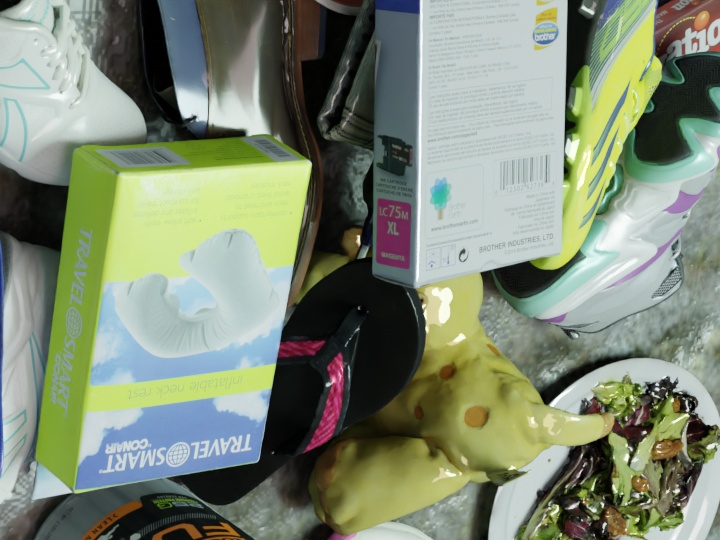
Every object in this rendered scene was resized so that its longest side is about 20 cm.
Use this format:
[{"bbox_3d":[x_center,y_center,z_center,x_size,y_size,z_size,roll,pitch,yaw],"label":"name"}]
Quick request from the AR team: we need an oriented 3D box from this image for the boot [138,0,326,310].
[{"bbox_3d":[-0.075,-0.075,1.329,0.097,0.075,0.200,-2,100,-24],"label":"boot"}]

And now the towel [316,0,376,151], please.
[{"bbox_3d":[0.063,-0.154,1.369,0.192,0.035,0.200,10,101,-61],"label":"towel"}]

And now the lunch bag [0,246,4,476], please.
[{"bbox_3d":[-0.233,0.033,1.165,0.124,0.170,0.200,-12,138,2],"label":"lunch bag"}]

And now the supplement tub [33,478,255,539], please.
[{"bbox_3d":[-0.090,0.198,1.331,0.122,0.200,0.123,-14,115,-32],"label":"supplement tub"}]

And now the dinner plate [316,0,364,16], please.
[{"bbox_3d":[-0.006,-0.237,1.308,0.200,0.024,0.201,-11,104,-54],"label":"dinner plate"}]

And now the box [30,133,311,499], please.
[{"bbox_3d":[-0.101,0.032,1.280,0.122,0.048,0.200,-6,116,-37],"label":"box"}]

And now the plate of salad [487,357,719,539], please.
[{"bbox_3d":[0.169,0.155,1.598,0.200,0.048,0.200,-13,114,-31],"label":"plate of salad"}]

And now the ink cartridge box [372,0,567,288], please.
[{"bbox_3d":[0.059,-0.099,1.297,0.119,0.042,0.200,-12,109,-44],"label":"ink cartridge box"}]

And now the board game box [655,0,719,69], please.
[{"bbox_3d":[0.173,-0.109,1.502,0.200,0.019,0.103,-31,138,-22],"label":"board game box"}]

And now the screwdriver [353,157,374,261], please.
[{"bbox_3d":[0.000,0.000,1.351,0.029,0.028,0.200,4,117,-31],"label":"screwdriver"}]

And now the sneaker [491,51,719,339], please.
[{"bbox_3d":[0.179,-0.039,1.498,0.200,0.078,0.140,-43,146,9],"label":"sneaker"}]

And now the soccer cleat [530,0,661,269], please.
[{"bbox_3d":[0.140,-0.096,1.411,0.084,0.065,0.201,11,89,-31],"label":"soccer cleat"}]

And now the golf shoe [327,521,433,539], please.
[{"bbox_3d":[0.054,0.219,1.514,0.200,0.091,0.075,39,85,-37],"label":"golf shoe"}]

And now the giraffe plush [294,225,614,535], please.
[{"bbox_3d":[0.033,0.048,1.407,0.172,0.200,0.162,-21,89,-23],"label":"giraffe plush"}]

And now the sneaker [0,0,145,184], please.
[{"bbox_3d":[-0.170,-0.106,1.215,0.200,0.080,0.071,33,44,-42],"label":"sneaker"}]

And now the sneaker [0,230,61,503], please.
[{"bbox_3d":[-0.189,0.082,1.301,0.080,0.070,0.201,13,99,-41],"label":"sneaker"}]

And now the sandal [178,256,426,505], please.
[{"bbox_3d":[-0.038,0.070,1.348,0.200,0.075,0.045,-43,175,29],"label":"sandal"}]
